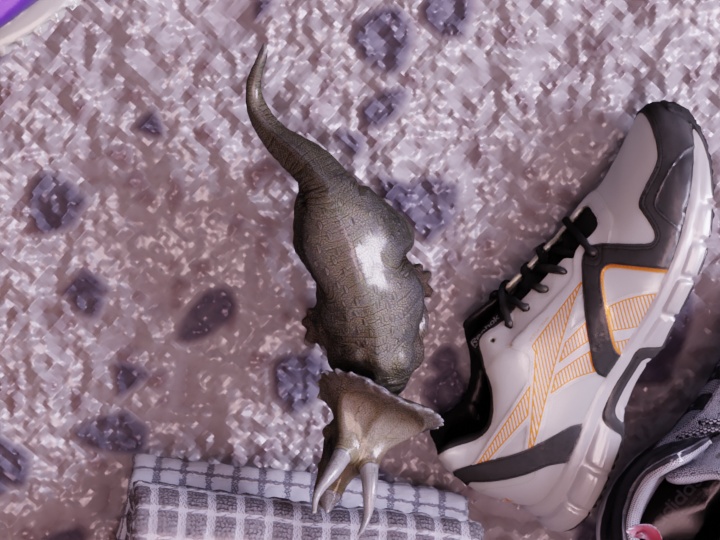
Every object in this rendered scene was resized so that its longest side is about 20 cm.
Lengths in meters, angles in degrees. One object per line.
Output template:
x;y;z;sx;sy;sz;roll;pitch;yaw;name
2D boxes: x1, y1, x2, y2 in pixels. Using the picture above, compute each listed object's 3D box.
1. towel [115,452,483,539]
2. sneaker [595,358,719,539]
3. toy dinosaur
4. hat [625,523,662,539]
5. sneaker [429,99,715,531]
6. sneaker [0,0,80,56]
-0.038;0.192;1.230;0.164;0.086;0.201;6;105;-10;towel
0.177;0.069;1.209;0.075;0.114;0.200;36;99;1;sneaker
0.000;0.000;1.174;0.076;0.102;0.201;-9;108;-7;toy dinosaur
0.142;0.165;1.212;0.165;0.200;0.177;-26;98;-34;hat
0.094;0.017;1.209;0.080;0.074;0.201;19;101;-12;sneaker
-0.126;-0.169;1.130;0.200;0.070;0.100;-41;101;-1;sneaker
